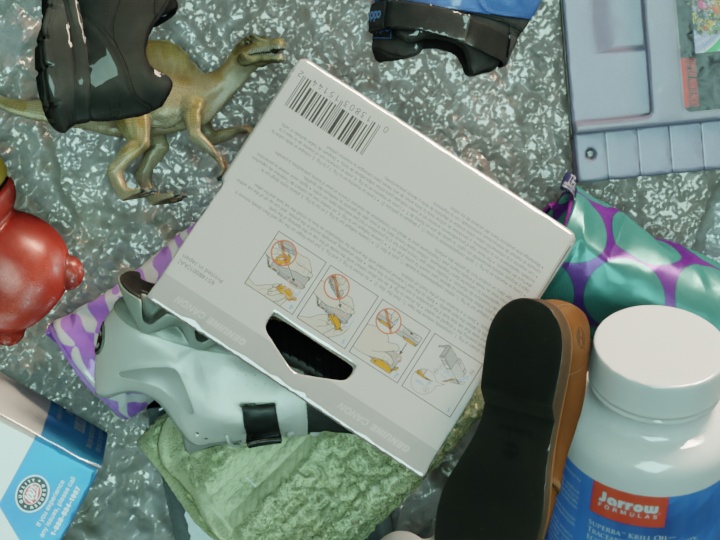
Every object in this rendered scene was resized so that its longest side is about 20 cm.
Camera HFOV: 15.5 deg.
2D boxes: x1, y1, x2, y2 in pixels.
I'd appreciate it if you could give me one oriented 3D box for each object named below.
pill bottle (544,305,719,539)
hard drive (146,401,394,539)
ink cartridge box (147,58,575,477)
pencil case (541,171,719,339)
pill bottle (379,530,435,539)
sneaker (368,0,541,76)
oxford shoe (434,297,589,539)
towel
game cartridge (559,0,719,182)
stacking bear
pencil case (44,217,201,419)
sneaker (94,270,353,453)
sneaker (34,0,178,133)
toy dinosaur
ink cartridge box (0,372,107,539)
[{"bbox_3d":[0.173,0.125,1.626,0.111,0.113,0.201,0,126,-3],"label":"pill bottle"},{"bbox_3d":[-0.049,0.167,1.697,0.138,0.033,0.202,-12,97,-2],"label":"hard drive"},{"bbox_3d":[0.000,0.000,1.581,0.199,0.045,0.177,33,79,2],"label":"ink cartridge box"},{"bbox_3d":[0.196,0.018,1.667,0.199,0.093,0.085,26,131,-7],"label":"pencil case"},{"bbox_3d":[0.017,0.233,1.635,0.200,0.111,0.111,-39,97,1],"label":"pill bottle"},{"bbox_3d":[0.015,-0.190,1.635,0.199,0.077,0.112,24,89,-10],"label":"sneaker"},{"bbox_3d":[0.099,0.114,1.559,0.071,0.071,0.201,23,103,30],"label":"oxford shoe"},{"bbox_3d":[-0.024,0.095,1.644,0.200,0.037,0.148,-42,81,-8],"label":"towel"},{"bbox_3d":[0.191,-0.161,1.672,0.129,0.038,0.202,-5,97,2],"label":"game cartridge"},{"bbox_3d":[-0.261,-0.045,1.626,0.121,0.114,0.200,-44,102,3],"label":"stacking bear"},{"bbox_3d":[-0.101,0.004,1.652,0.200,0.084,0.086,-39,59,0],"label":"pencil case"},{"bbox_3d":[-0.067,0.076,1.600,0.199,0.074,0.089,21,105,-5],"label":"sneaker"},{"bbox_3d":[-0.159,-0.185,1.623,0.090,0.076,0.202,-4,85,-11],"label":"sneaker"},{"bbox_3d":[-0.138,-0.094,1.660,0.198,0.058,0.102,-12,81,1],"label":"toy dinosaur"},{"bbox_3d":[-0.277,0.124,1.621,0.199,0.145,0.148,30,94,-6],"label":"ink cartridge box"}]
